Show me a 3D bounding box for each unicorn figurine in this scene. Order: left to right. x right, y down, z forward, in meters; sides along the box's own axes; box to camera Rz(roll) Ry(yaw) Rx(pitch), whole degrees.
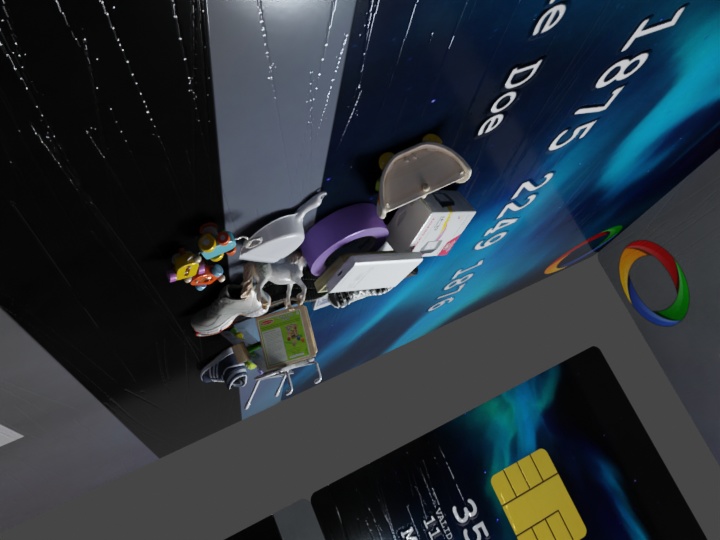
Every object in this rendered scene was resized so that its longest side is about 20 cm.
[{"bbox_3d":[-0.171,0.017,1.379,0.073,0.142,0.197,-26,152,37],"label":"unicorn figurine"}]

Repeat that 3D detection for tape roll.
[{"bbox_3d":[-0.035,-0.067,1.416,0.196,0.067,0.201,-26,163,-8],"label":"tape roll"}]

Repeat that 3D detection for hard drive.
[{"bbox_3d":[0.032,0.004,1.434,0.196,0.027,0.132,-5,152,-38],"label":"hard drive"}]

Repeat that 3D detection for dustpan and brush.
[{"bbox_3d":[-0.138,-0.086,1.242,0.196,0.059,0.139,-27,166,22],"label":"dustpan and brush"}]

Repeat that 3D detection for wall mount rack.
[{"bbox_3d":[-0.196,0.275,1.549,0.171,0.077,0.198,-20,174,34],"label":"wall mount rack"}]

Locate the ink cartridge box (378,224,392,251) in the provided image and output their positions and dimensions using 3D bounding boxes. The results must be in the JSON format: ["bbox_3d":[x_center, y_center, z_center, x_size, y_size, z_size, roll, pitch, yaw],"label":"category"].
[{"bbox_3d":[0.084,-0.060,1.604,0.197,0.042,0.121,-4,131,-47],"label":"ink cartridge box"}]

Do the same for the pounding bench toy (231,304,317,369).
[{"bbox_3d":[-0.216,0.174,1.579,0.194,0.128,0.156,-15,177,-4],"label":"pounding bench toy"}]

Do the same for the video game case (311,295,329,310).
[{"bbox_3d":[-0.040,0.040,1.726,0.178,0.023,0.201,-18,161,-19],"label":"video game case"}]

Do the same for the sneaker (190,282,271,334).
[{"bbox_3d":[-0.306,0.073,1.422,0.195,0.077,0.093,-22,137,9],"label":"sneaker"}]

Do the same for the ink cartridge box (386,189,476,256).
[{"bbox_3d":[0.167,-0.112,1.515,0.197,0.086,0.149,-8,140,-49],"label":"ink cartridge box"}]

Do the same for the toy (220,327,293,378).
[{"bbox_3d":[-0.280,0.230,1.660,0.048,0.199,0.114,-57,155,15],"label":"toy"}]

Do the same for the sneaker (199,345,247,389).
[{"bbox_3d":[-0.403,0.313,1.862,0.069,0.111,0.199,-5,152,-49],"label":"sneaker"}]

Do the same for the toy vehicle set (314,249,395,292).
[{"bbox_3d":[0.000,0.000,1.484,0.196,0.027,0.124,-7,153,-42],"label":"toy vehicle set"}]

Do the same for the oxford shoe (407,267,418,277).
[{"bbox_3d":[0.103,-0.004,1.793,0.083,0.074,0.198,-32,168,27],"label":"oxford shoe"}]

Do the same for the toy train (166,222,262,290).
[{"bbox_3d":[-0.279,-0.031,1.170,0.198,0.057,0.148,-35,163,33],"label":"toy train"}]

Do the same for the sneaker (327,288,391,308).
[{"bbox_3d":[0.001,0.043,1.654,0.194,0.077,0.081,-17,175,-15],"label":"sneaker"}]

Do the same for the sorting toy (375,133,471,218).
[{"bbox_3d":[0.099,-0.173,1.278,0.195,0.109,0.180,-24,170,-12],"label":"sorting toy"}]

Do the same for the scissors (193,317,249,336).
[{"bbox_3d":[-0.319,0.132,1.559,0.194,0.014,0.074,-13,156,0],"label":"scissors"}]

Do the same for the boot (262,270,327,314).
[{"bbox_3d":[-0.187,0.064,1.566,0.194,0.080,0.138,-4,159,-24],"label":"boot"}]
